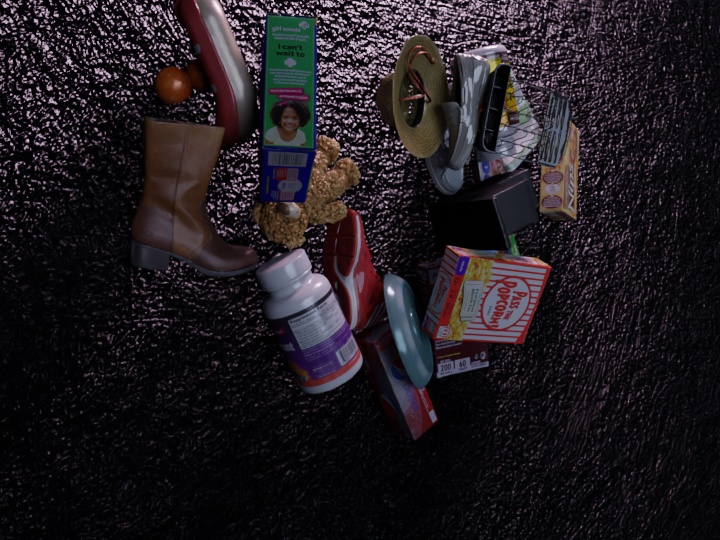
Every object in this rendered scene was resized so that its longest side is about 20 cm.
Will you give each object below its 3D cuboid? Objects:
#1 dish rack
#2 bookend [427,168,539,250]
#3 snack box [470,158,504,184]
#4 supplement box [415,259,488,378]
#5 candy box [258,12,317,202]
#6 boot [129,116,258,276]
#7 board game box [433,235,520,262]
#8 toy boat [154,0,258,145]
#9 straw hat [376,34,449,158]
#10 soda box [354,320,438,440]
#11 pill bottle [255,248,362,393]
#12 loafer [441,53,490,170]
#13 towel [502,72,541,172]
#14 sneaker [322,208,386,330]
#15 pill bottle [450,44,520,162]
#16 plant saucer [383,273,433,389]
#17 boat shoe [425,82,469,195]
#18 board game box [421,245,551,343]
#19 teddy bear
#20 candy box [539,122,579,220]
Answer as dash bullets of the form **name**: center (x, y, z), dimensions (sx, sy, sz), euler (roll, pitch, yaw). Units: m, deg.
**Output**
- **dish rack**: center (0.303, -0.270, 1.131), dimensions (0.198, 0.054, 0.156), euler (10, 93, -20)
- **bookend**: center (0.263, -0.116, 1.145), dimensions (0.198, 0.198, 0.093), euler (-26, 103, -24)
- **snack box**: center (0.272, -0.131, 1.277), dimensions (0.071, 0.024, 0.203), euler (-15, 98, -32)
- **supplement box**: center (0.168, 0.083, 1.145), dimensions (0.107, 0.061, 0.203), euler (-10, 102, -14)
- **candy box**: center (-0.104, -0.220, 0.879), dimensions (0.076, 0.169, 0.203), euler (0, 73, -11)
- **boot**: center (-0.215, -0.099, 0.864), dimensions (0.186, 0.068, 0.203), euler (8, 103, -24)
- **board game box**: center (0.235, 0.017, 1.226), dimensions (0.199, 0.036, 0.153), euler (-29, 106, -23)
- **toy boat**: center (-0.223, -0.269, 0.871), dimensions (0.129, 0.131, 0.202), euler (-23, 104, -3)
- **straw hat**: center (0.075, -0.299, 1.091), dimensions (0.200, 0.084, 0.204), euler (-14, 107, -53)
- **soda box**: center (0.061, 0.189, 1.089), dimensions (0.063, 0.070, 0.202), euler (-31, 108, -29)
- **pill bottle**: center (-0.082, 0.075, 0.959), dimensions (0.111, 0.111, 0.202), euler (-33, 108, -32)
- **loafer**: center (0.175, -0.282, 1.113), dimensions (0.069, 0.070, 0.203), euler (9, 94, -13)
- **towel**: center (0.304, -0.324, 1.302), dimensions (0.149, 0.031, 0.201), euler (-45, 114, -29)
- **sneaker**: center (0.000, 0.000, 1.058), dimensions (0.115, 0.078, 0.203), euler (0, 97, -48)
- **pill bottle**: center (0.241, -0.314, 1.191), dimensions (0.108, 0.109, 0.203), euler (-21, 103, -35)
- **plant saucer**: center (0.086, 0.098, 1.058), dimensions (0.200, 0.027, 0.203), euler (-18, 90, -77)
- **boat shoe**: center (0.166, -0.246, 1.176), dimensions (0.074, 0.064, 0.205), euler (-5, 92, -36)
- **board game box**: center (0.216, 0.045, 1.076), dimensions (0.198, 0.046, 0.153), euler (5, 111, -27)
- **teddy bear**: center (-0.080, -0.129, 0.986), dimensions (0.199, 0.067, 0.146), euler (-31, 101, -30)
- **candy box**: center (0.434, -0.217, 1.361), dimensions (0.115, 0.055, 0.203), euler (9, 84, -57)
